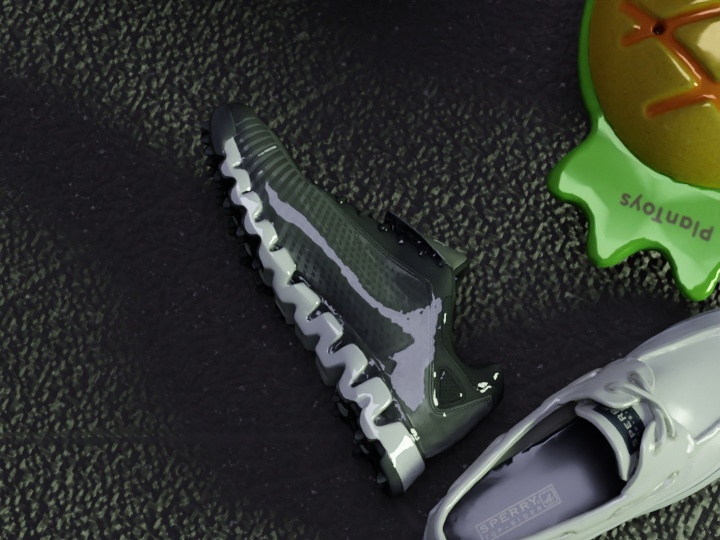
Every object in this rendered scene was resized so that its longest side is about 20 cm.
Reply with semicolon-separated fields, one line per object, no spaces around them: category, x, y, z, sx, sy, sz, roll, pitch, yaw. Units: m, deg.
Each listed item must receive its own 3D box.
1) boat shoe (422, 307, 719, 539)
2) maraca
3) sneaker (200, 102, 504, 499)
boat shoe;0.114;0.076;1.103;0.199;0.066;0.072;-28;75;-5
maraca;0.163;-0.086;1.124;0.137;0.107;0.201;19;76;6
sneaker;0.000;0.000;1.131;0.090;0.066;0.201;-29;79;-9
